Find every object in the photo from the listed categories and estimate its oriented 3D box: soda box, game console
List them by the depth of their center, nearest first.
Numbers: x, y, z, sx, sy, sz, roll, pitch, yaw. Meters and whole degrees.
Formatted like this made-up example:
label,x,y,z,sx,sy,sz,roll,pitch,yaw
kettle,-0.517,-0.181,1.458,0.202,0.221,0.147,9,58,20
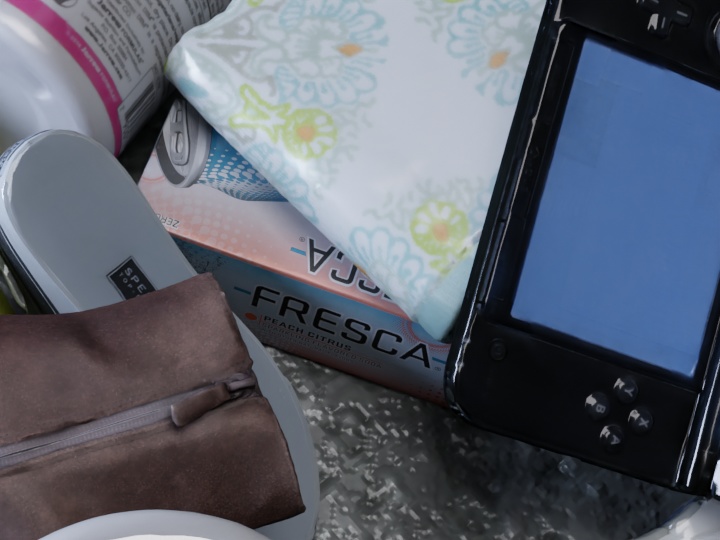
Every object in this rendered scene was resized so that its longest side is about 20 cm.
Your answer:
label,x,y,z,sx,sy,sz,roll,pitch,yaw
game console,0.150,-0.016,0.785,0.176,0.116,0.200,19,82,-21
soda box,0.000,0.000,0.890,0.200,0.064,0.068,20,58,-1

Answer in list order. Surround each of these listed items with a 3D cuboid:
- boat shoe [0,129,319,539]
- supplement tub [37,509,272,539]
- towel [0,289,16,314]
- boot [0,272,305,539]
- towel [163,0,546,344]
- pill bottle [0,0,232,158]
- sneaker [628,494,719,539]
label,x,y,z,sx,sy,sz,roll,pitch,yaw
boat shoe,-0.090,0.038,0.841,0.074,0.068,0.199,-41,100,-25
supplement tub,-0.075,0.180,0.685,0.145,0.200,0.146,5,59,-9
towel,-0.190,-0.036,0.859,0.018,0.086,0.200,-35,71,-2
boot,-0.131,0.036,0.766,0.166,0.072,0.200,-25,84,-10
towel,0.046,-0.088,0.874,0.200,0.048,0.171,-41,70,-17
pill bottle,-0.107,-0.138,0.919,0.113,0.113,0.200,31,58,7
sneaker,0.113,0.147,0.824,0.200,0.075,0.087,-22,71,-22
